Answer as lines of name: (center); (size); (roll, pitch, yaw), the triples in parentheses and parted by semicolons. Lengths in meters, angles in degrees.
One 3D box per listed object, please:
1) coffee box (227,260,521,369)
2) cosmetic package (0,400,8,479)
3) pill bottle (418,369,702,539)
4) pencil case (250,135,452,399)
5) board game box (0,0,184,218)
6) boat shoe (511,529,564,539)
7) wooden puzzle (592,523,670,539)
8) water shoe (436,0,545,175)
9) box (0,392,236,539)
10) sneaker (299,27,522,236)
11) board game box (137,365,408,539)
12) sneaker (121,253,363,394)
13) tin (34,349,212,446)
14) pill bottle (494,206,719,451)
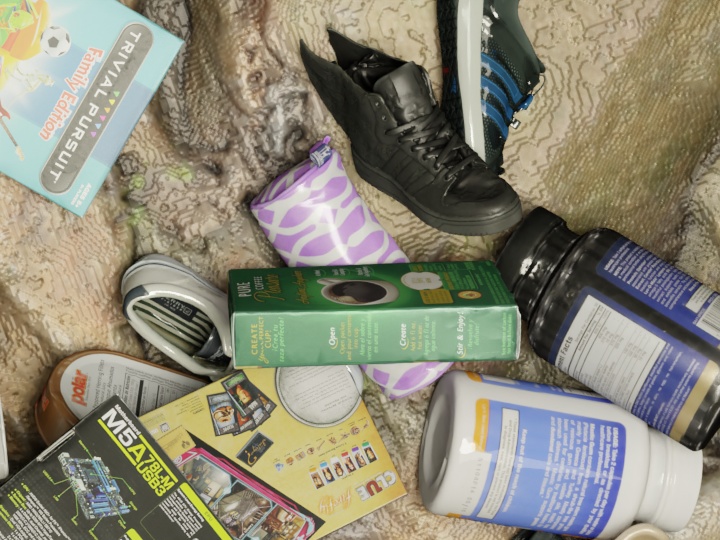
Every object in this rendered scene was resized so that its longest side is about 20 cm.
coffee box: (0.005, 0.030, 1.610); (0.199, 0.123, 0.044); (-2, 106, -6)
cosmetic package: (-0.296, 0.081, 1.605); (0.090, 0.200, 0.107); (-8, 101, -7)
pill bottle: (0.153, 0.145, 1.735); (0.199, 0.112, 0.113); (11, 96, -11)
pencil case: (0.000, 0.000, 1.709); (0.200, 0.084, 0.086); (57, 43, -12)
board game box: (-0.252, -0.154, 1.658); (0.199, 0.047, 0.151); (30, 92, -12)
boat shoe: (0.076, 0.255, 1.756); (0.199, 0.075, 0.066); (-28, 99, -6)
wooden puzzle: (0.162, 0.278, 1.749); (0.200, 0.046, 0.185); (-37, 145, -1)
water shoe: (0.104, -0.134, 1.711); (0.079, 0.071, 0.201); (-4, 100, -14)
box: (-0.174, 0.217, 1.522); (0.193, 0.047, 0.200); (-41, 92, -32)
sneaker: (0.036, -0.103, 1.660); (0.060, 0.200, 0.105); (-30, 129, -28)
board game box: (-0.083, 0.143, 1.624); (0.199, 0.035, 0.136); (-24, 85, -21)
sneaker: (-0.092, 0.062, 1.695); (0.199, 0.071, 0.073); (26, 116, -7)
tin: (-0.140, 0.119, 1.681); (0.199, 0.112, 0.042); (19, 120, -12)
pill bottle: (0.196, 0.038, 1.704); (0.200, 0.112, 0.112); (32, 91, 13)
